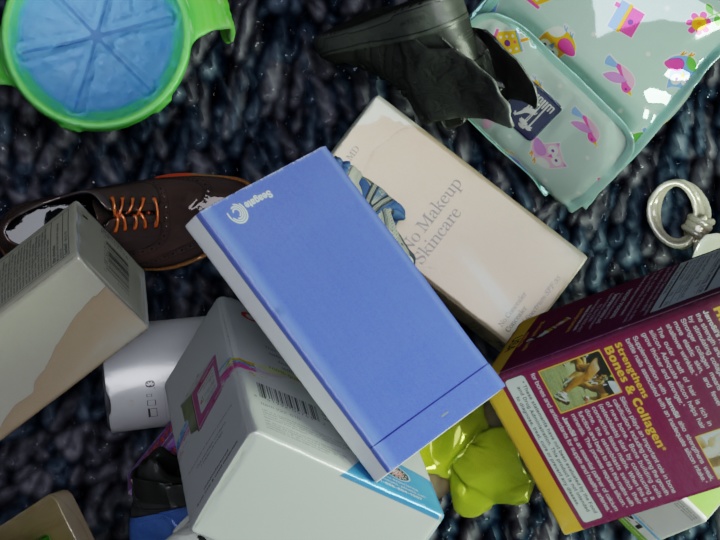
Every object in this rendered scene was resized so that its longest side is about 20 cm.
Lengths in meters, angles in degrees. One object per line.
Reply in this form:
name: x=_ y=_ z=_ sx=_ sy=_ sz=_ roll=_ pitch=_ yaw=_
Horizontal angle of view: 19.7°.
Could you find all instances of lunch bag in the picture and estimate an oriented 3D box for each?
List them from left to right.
lunch bag: x=0.165 y=-0.166 z=1.563 sx=0.170 sy=0.122 sz=0.200 roll=41 pitch=100 yaw=-4

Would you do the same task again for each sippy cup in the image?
sippy cup: x=-0.191 y=-0.162 z=1.524 sx=0.177 sy=0.130 sz=0.140 roll=21 pitch=85 yaw=-3

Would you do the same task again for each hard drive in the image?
hard drive: x=-0.007 y=0.024 z=1.334 sx=0.200 sy=0.025 sz=0.132 roll=53 pitch=43 yaw=5

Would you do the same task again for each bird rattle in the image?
bird rattle: x=0.063 y=0.143 z=1.519 sx=0.113 sy=0.200 sz=0.163 roll=43 pitch=45 yaw=5

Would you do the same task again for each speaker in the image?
speaker: x=-0.091 y=0.071 z=1.542 sx=0.199 sy=0.081 sz=0.081 roll=-6 pitch=87 yaw=-5

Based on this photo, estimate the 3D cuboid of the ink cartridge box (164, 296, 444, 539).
ink cartridge box: x=-0.042 y=0.116 z=1.379 sx=0.144 sy=0.200 sz=0.085 roll=26 pitch=109 yaw=-20

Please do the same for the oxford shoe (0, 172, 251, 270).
oxford shoe: x=-0.170 y=-0.033 z=1.545 sx=0.199 sy=0.073 sz=0.071 roll=-11 pitch=87 yaw=-6

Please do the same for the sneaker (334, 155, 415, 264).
sneaker: x=0.000 y=0.000 z=1.438 sx=0.085 sy=0.200 sz=0.077 roll=27 pitch=128 yaw=-15

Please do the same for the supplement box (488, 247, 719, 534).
supplement box: x=0.203 y=0.076 z=1.395 sx=0.200 sy=0.103 sz=0.131 roll=-21 pitch=104 yaw=31

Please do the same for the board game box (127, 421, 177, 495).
board game box: x=-0.065 y=0.112 z=1.508 sx=0.120 sy=0.032 sz=0.200 roll=31 pitch=111 yaw=-27

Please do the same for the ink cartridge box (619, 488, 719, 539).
ink cartridge box: x=0.217 y=0.107 z=1.500 sx=0.148 sy=0.200 sz=0.076 roll=44 pitch=66 yaw=-1

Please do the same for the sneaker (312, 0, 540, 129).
sneaker: x=0.044 y=-0.146 z=1.525 sx=0.060 sy=0.200 sz=0.104 roll=-32 pitch=103 yaw=-32

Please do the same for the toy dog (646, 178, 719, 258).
toy dog: x=0.272 y=0.026 z=1.568 sx=0.132 sy=0.096 sz=0.201 roll=14 pitch=85 yaw=-4

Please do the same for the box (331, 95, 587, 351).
box: x=0.061 y=-0.033 z=1.563 sx=0.200 sy=0.078 sz=0.095 roll=36 pitch=85 yaw=-1

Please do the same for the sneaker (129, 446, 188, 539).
sneaker: x=-0.067 y=0.167 z=1.455 sx=0.199 sy=0.077 sz=0.112 roll=0 pitch=103 yaw=13

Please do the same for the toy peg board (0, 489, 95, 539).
toy peg board: x=-0.251 y=0.289 z=1.441 sx=0.200 sy=0.098 sz=0.200 roll=-33 pitch=80 yaw=35

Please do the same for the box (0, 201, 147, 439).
box: x=-0.253 y=0.053 z=1.481 sx=0.200 sy=0.095 sz=0.078 roll=-36 pitch=116 yaw=12

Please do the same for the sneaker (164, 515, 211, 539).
sneaker: x=-0.123 y=0.212 z=1.365 sx=0.200 sy=0.080 sz=0.074 roll=-32 pitch=89 yaw=-20
